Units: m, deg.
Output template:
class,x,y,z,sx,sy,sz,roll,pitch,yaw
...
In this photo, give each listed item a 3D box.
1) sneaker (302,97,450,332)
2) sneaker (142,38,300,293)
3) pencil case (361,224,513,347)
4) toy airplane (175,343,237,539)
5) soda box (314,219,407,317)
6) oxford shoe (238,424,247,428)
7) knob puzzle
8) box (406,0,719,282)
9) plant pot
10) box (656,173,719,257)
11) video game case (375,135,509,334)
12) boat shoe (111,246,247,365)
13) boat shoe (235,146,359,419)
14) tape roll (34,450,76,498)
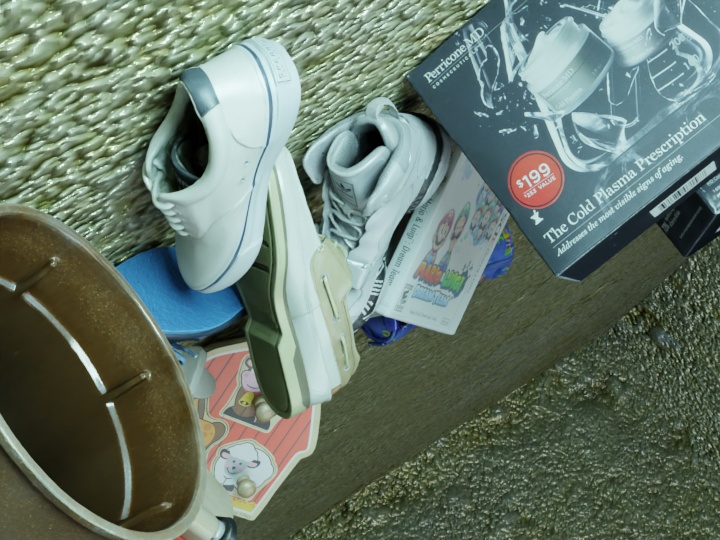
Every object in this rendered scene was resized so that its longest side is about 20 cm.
class,x,y,z,sx,sy,sz,roll,pitch,yaw
sneaker,-0.012,-0.035,0.821,0.201,0.075,0.115,-60,158,5
sneaker,-0.095,-0.055,0.658,0.070,0.073,0.201,-16,148,-29
pencil case,0.078,0.005,1.185,0.199,0.087,0.079,-28,135,-31
toy airplane,-0.177,0.144,0.878,0.140,0.202,0.199,-25,-179,15
soda box,0.000,0.000,1.012,0.064,0.068,0.199,-51,161,22
oxford shoe,-0.106,0.116,1.146,0.199,0.071,0.075,-29,171,-19
knob puzzle,-0.118,0.147,1.072,0.217,0.030,0.222,-11,122,-18
box,0.169,-0.125,0.795,0.200,0.183,0.104,-40,165,14
plant pot,-0.221,0.101,0.614,0.197,0.202,0.200,-32,167,13
box,0.268,-0.132,0.961,0.104,0.201,0.148,-35,167,-3
video game case,0.088,-0.034,1.025,0.184,0.024,0.200,-65,157,2
boat shoe,-0.121,0.028,0.810,0.069,0.085,0.199,-40,163,30
boat shoe,-0.046,0.001,0.771,0.068,0.075,0.202,-22,123,-29
tape roll,-0.247,0.201,0.721,0.202,0.203,0.071,-36,146,2
